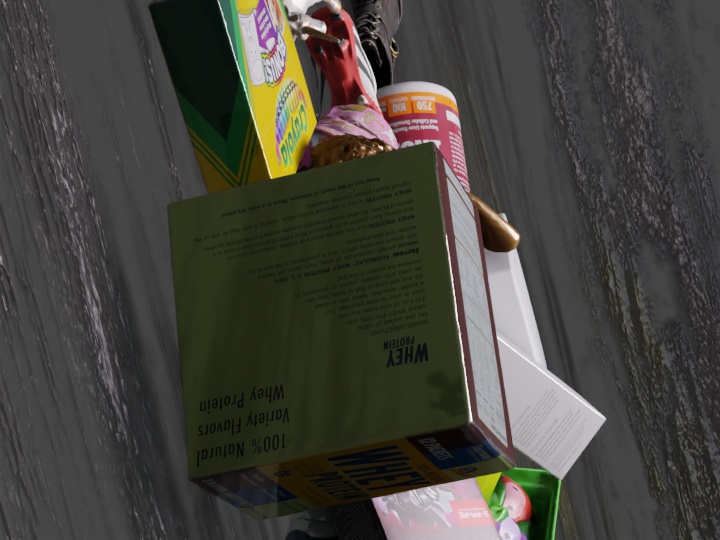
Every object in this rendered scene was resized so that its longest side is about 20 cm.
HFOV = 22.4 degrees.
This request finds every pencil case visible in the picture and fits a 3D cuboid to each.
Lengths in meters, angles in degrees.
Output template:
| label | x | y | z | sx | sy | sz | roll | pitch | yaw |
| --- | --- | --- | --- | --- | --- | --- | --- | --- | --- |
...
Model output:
| label | x | y | z | sx | sy | sz | roll | pitch | yaw |
| --- | --- | --- | --- | --- | --- | --- | --- | --- | --- |
| pencil case | -0.021 | -0.099 | 1.621 | 0.200 | 0.086 | 0.083 | -50 | 141 | -75 |

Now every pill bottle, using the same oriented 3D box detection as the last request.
| label | x | y | z | sx | sy | sz | roll | pitch | yaw |
| --- | --- | --- | --- | --- | --- | --- | --- | --- | --- |
| pill bottle | 0.057 | -0.084 | 1.878 | 0.113 | 0.112 | 0.201 | 47 | 33 | -66 |

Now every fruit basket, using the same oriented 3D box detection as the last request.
| label | x | y | z | sx | sy | sz | roll | pitch | yaw |
| --- | --- | --- | --- | --- | --- | --- | --- | --- | --- |
| fruit basket | 0.123 | 0.230 | 1.841 | 0.216 | 0.155 | 0.217 | 5 | 90 | -83 |

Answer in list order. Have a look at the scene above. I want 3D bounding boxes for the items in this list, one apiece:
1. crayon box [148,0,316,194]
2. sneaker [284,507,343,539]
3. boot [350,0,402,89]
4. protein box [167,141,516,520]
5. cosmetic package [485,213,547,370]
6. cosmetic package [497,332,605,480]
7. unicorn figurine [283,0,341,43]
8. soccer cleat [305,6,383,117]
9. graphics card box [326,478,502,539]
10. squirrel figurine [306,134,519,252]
| label | x | y | z | sx | sy | sz | roll | pitch | yaw |
| --- | --- | --- | --- | --- | --- | --- | --- | --- | --- |
| crayon box | -0.094 | -0.158 | 1.416 | 0.200 | 0.058 | 0.173 | -73 | 148 | -65 |
| sneaker | 0.027 | 0.232 | 1.386 | 0.199 | 0.080 | 0.147 | 18 | 57 | -35 |
| boot | 0.011 | -0.294 | 1.976 | 0.174 | 0.069 | 0.201 | -86 | 161 | -53 |
| protein box | -0.013 | 0.046 | 1.257 | 0.135 | 0.198 | 0.201 | 47 | 33 | -64 |
| cosmetic package | 0.133 | 0.070 | 2.007 | 0.200 | 0.122 | 0.200 | -88 | 162 | -71 |
| cosmetic package | 0.139 | 0.114 | 1.845 | 0.200 | 0.085 | 0.108 | 36 | 3 | -20 |
| unicorn figurine | -0.062 | -0.269 | 1.662 | 0.201 | 0.074 | 0.137 | 66 | 20 | 11 |
| soccer cleat | -0.009 | -0.162 | 1.775 | 0.085 | 0.068 | 0.201 | 26 | 48 | -69 |
| graphics card box | 0.027 | 0.156 | 1.350 | 0.125 | 0.051 | 0.201 | 5 | 52 | -44 |
| squirrel figurine | 0.000 | 0.000 | 1.470 | 0.200 | 0.141 | 0.187 | 39 | 76 | -32 |
